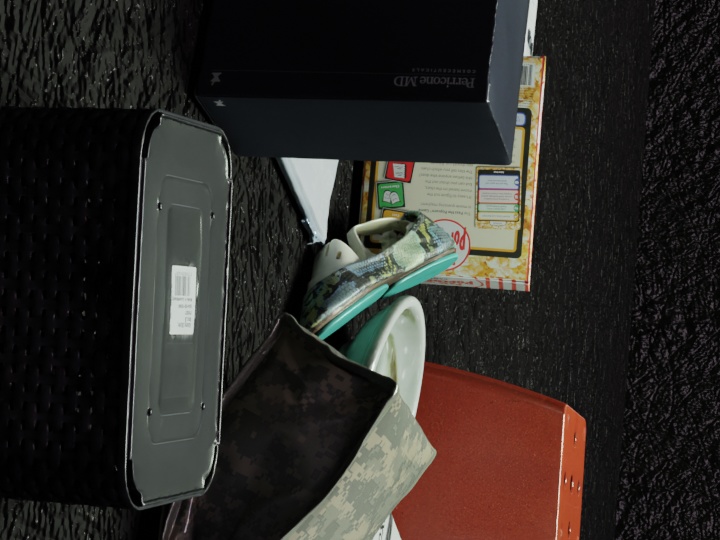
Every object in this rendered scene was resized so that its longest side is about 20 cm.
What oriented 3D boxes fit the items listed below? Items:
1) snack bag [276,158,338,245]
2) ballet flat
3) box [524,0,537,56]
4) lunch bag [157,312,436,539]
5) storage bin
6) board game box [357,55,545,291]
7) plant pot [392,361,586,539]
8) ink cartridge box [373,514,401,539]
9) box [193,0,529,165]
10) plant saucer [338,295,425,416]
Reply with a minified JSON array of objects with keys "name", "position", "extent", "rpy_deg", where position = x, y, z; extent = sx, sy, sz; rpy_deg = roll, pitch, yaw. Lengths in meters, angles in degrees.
[{"name":"snack bag","position":[-0.034,-0.147,1.469],"extent":[0.189,0.021,0.200],"rpy_deg":[68,29,-58]},{"name":"ballet flat","position":[0.000,0.000,1.525],"extent":[0.200,0.074,0.074],"rpy_deg":[-27,120,-52]},{"name":"box","position":[0.101,-0.196,1.779],"extent":[0.060,0.116,0.200],"rpy_deg":[49,45,-68]},{"name":"lunch bag","position":[-0.055,0.154,1.247],"extent":[0.200,0.118,0.164],"rpy_deg":[-56,159,-11]},{"name":"storage bin","position":[-0.134,0.019,0.994],"extent":[0.135,0.094,0.200],"rpy_deg":[7,86,-74]},{"name":"board game box","position":[0.078,-0.088,1.635],"extent":[0.046,0.151,0.200],"rpy_deg":[61,34,-80]},{"name":"plant pot","position":[0.111,0.194,1.763],"extent":[0.200,0.176,0.200],"rpy_deg":[37,57,-71]},{"name":"ink cartridge box","position":[-0.025,0.249,1.443],"extent":[0.200,0.084,0.145],"rpy_deg":[72,27,-53]},{"name":"box","position":[0.007,-0.175,1.279],"extent":[0.104,0.200,0.182],"rpy_deg":[59,37,-65]},{"name":"plant saucer","position":[0.002,0.115,1.556],"extent":[0.200,0.050,0.200],"rpy_deg":[12,90,-76]}]
